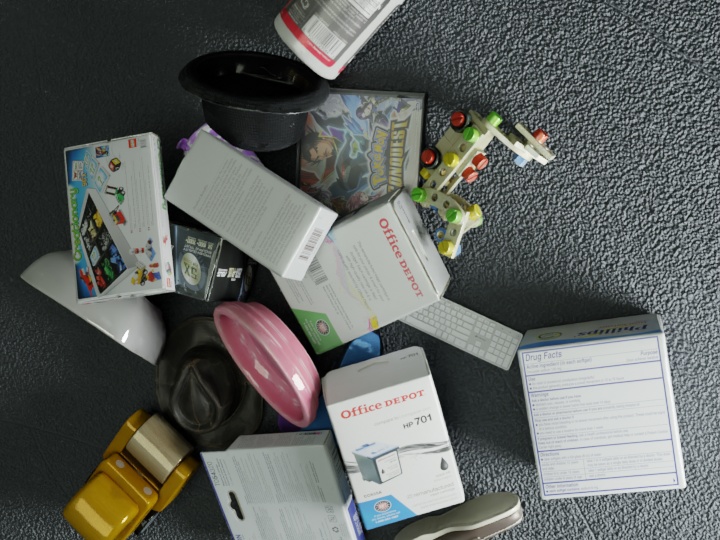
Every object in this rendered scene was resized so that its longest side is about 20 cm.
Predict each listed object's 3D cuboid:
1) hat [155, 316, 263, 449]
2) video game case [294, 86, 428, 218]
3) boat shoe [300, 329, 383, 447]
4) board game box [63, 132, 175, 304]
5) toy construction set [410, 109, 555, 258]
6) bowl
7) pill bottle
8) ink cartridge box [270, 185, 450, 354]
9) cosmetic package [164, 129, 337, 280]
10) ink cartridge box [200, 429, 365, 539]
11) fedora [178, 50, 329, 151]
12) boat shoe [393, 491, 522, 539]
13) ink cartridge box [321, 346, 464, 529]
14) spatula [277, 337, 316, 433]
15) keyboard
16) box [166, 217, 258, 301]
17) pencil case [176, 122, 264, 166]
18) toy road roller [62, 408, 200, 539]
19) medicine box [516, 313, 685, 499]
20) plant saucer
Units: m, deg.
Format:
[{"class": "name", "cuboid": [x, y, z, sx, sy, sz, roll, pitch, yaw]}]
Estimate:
[{"class": "hat", "cuboid": [-0.233, 0.173, 1.379, 0.196, 0.081, 0.205, 3, 100, 17]}, {"class": "video game case", "cuboid": [-0.002, -0.143, 1.287, 0.177, 0.025, 0.204, 6, 101, 15]}, {"class": "boat shoe", "cuboid": [-0.016, 0.169, 1.324, 0.083, 0.069, 0.201, 33, 110, -2]}, {"class": "board game box", "cuboid": [-0.309, -0.065, 1.214, 0.124, 0.035, 0.204, -7, 84, 11]}, {"class": "toy construction set", "cuboid": [0.146, -0.125, 1.212, 0.200, 0.092, 0.132, -43, 62, 11]}, {"class": "bowl", "cuboid": [-0.363, 0.047, 1.349, 0.198, 0.200, 0.075, 33, 80, 10]}, {"class": "pill bottle", "cuboid": [-0.009, -0.353, 1.207, 0.111, 0.111, 0.200, 47, 108, 4]}, {"class": "ink cartridge box", "cuboid": [0.000, 0.000, 1.259, 0.198, 0.088, 0.147, -25, 101, 25]}, {"class": "cosmetic package", "cuboid": [-0.139, -0.082, 1.206, 0.198, 0.071, 0.102, 34, 96, 17]}, {"class": "ink cartridge box", "cuboid": [-0.109, 0.323, 1.360, 0.196, 0.043, 0.200, -5, 116, 22]}, {"class": "fedora", "cuboid": [-0.139, -0.214, 1.238, 0.197, 0.201, 0.093, 14, 123, 13]}, {"class": "boat shoe", "cuboid": [0.141, 0.365, 1.311, 0.198, 0.072, 0.060, -27, 98, 22]}, {"class": "ink cartridge box", "cuboid": [0.044, 0.223, 1.264, 0.144, 0.086, 0.203, -16, 114, 2]}, {"class": "spatula", "cuboid": [-0.081, 0.151, 1.361, 0.056, 0.020, 0.204, 17, 101, 24]}, {"class": "keyboard", "cuboid": [0.121, 0.070, 1.296, 0.197, 0.011, 0.057, 25, 105, 11]}, {"class": "box", "cuboid": [-0.257, -0.024, 1.302, 0.196, 0.164, 0.088, 16, 91, 12]}, {"class": "pencil case", "cuboid": [-0.164, -0.116, 1.295, 0.201, 0.085, 0.084, 51, 137, 10]}, {"class": "toy road roller", "cuboid": [-0.345, 0.320, 1.396, 0.123, 0.146, 0.201, 41, 114, 5]}, {"class": "medicine box", "cuboid": [0.308, 0.173, 1.211, 0.179, 0.103, 0.204, -8, 97, 17]}, {"class": "plant saucer", "cuboid": [-0.119, 0.118, 1.279, 0.051, 0.201, 0.202, -37, 87, -21]}]
